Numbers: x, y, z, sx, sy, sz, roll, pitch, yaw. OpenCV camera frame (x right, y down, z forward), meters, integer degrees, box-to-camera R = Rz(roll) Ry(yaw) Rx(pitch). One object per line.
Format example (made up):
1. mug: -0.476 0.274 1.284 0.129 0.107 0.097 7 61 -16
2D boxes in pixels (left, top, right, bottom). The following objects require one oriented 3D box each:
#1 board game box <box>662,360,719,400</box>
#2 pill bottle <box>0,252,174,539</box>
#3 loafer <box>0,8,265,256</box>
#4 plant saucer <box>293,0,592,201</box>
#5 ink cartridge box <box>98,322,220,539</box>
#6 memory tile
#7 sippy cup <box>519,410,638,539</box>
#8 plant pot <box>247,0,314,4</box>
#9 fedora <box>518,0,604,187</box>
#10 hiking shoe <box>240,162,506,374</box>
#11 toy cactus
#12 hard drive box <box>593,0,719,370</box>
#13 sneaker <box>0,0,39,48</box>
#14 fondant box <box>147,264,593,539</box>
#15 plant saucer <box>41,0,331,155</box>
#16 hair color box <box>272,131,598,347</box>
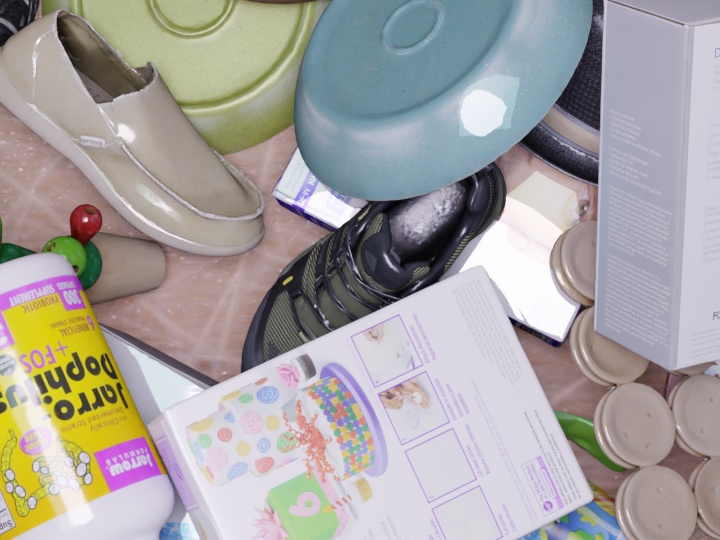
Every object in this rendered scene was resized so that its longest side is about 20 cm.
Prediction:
1. board game box: 0.254 0.004 1.405 0.103 0.019 0.200 12 86 5
2. pill bottle: -0.166 0.099 1.232 0.104 0.104 0.200 -26 83 1
3. loafer: -0.136 -0.084 1.381 0.200 0.076 0.068 36 124 -3
4. plant saucer: 0.037 -0.132 1.317 0.200 0.036 0.200 -21 46 23
5. ink cartridge box: -0.141 0.148 1.351 0.144 0.145 0.200 30 87 6
6. memory tile: 0.195 0.062 1.346 0.153 0.017 0.200 -7 78 -28
7. sippy cup: 0.110 0.174 1.342 0.130 0.140 0.178 28 90 2
8. plant pot: -0.048 -0.272 1.385 0.200 0.093 0.201 1 73 -4
9. fedora: 0.162 -0.144 1.357 0.200 0.092 0.201 3 63 -6
10. hiking shoe: 0.000 0.000 1.317 0.076 0.101 0.200 43 92 6
11. toy cactus: -0.198 -0.008 1.379 0.165 0.200 0.102 -2 76 -37
12. hard drive box: 0.217 -0.061 1.287 0.156 0.077 0.200 -11 113 -29
13. sneaker: -0.266 -0.122 1.418 0.079 0.074 0.200 24 83 21
14. fondant box: 0.006 0.103 1.235 0.200 0.058 0.144 -24 87 -19
15. plant saucer: -0.105 -0.172 1.433 0.200 0.031 0.200 0 85 3
16. hair color box: 0.059 -0.046 1.398 0.200 0.065 0.109 27 87 3
